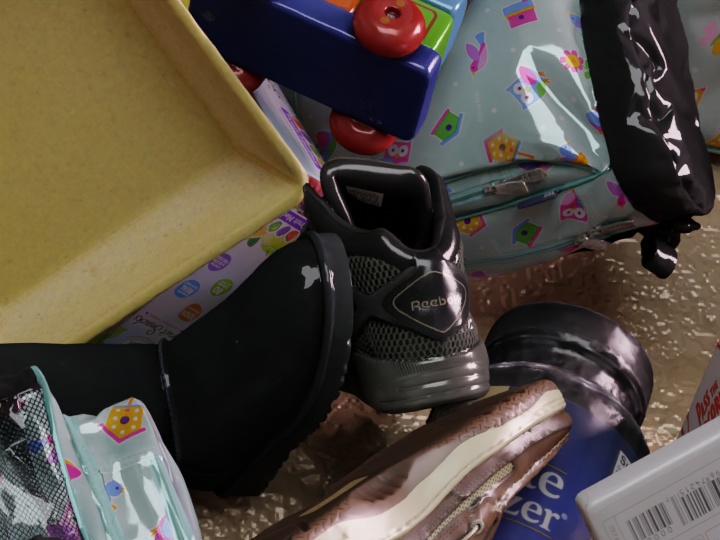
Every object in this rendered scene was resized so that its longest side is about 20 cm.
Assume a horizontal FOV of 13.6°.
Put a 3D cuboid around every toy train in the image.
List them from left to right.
[{"bbox_3d":[-0.042,-0.148,1.436,0.199,0.085,0.116,25,50,8],"label":"toy train"}]

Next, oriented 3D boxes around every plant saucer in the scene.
[{"bbox_3d":[-0.157,-0.069,1.404,0.199,0.200,0.049,-32,20,12],"label":"plant saucer"}]

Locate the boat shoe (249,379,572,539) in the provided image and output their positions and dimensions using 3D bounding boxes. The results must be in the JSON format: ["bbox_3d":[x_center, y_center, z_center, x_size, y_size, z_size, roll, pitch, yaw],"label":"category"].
[{"bbox_3d":[0.023,0.117,1.287,0.202,0.075,0.075,-30,96,-36],"label":"boat shoe"}]

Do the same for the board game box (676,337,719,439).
[{"bbox_3d":[0.257,0.070,1.402,0.199,0.152,0.046,2,51,-11],"label":"board game box"}]

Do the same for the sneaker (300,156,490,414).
[{"bbox_3d":[0.000,0.000,1.420,0.076,0.199,0.115,-8,96,-18],"label":"sneaker"}]

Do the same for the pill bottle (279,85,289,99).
[{"bbox_3d":[-0.026,-0.181,1.613,0.112,0.113,0.200,21,50,5],"label":"pill bottle"}]

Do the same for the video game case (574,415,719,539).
[{"bbox_3d":[0.219,0.131,1.330,0.199,0.182,0.023,-28,15,-5],"label":"video game case"}]

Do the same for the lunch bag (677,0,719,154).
[{"bbox_3d":[0.238,-0.133,1.599,0.199,0.161,0.077,9,45,-7],"label":"lunch bag"}]

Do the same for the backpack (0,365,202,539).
[{"bbox_3d":[-0.136,0.162,1.277,0.152,0.176,0.201,-5,57,-11],"label":"backpack"}]

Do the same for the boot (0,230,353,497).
[{"bbox_3d":[-0.104,0.049,1.363,0.162,0.198,0.074,2,58,-21],"label":"boot"}]

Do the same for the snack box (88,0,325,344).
[{"bbox_3d":[-0.113,-0.070,1.497,0.142,0.053,0.200,-40,59,14],"label":"snack box"}]

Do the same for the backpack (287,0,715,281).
[{"bbox_3d":[0.065,-0.073,1.506,0.199,0.127,0.168,-16,52,17],"label":"backpack"}]

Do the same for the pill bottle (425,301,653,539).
[{"bbox_3d":[0.072,0.115,1.398,0.111,0.112,0.201,19,50,4],"label":"pill bottle"}]
